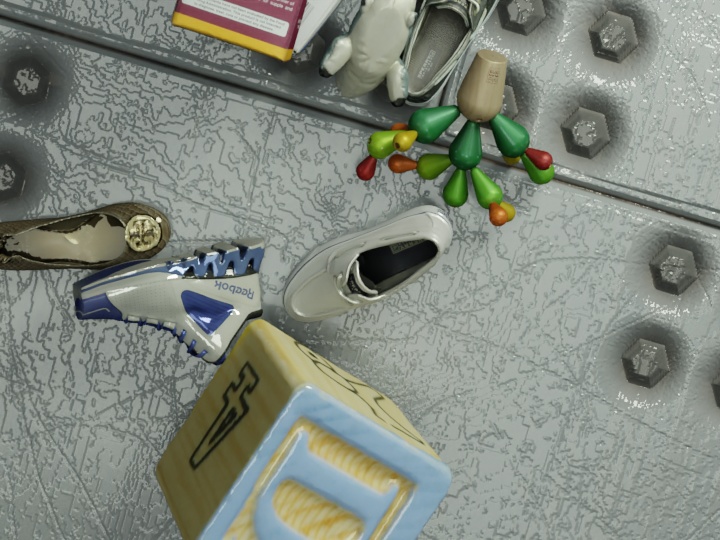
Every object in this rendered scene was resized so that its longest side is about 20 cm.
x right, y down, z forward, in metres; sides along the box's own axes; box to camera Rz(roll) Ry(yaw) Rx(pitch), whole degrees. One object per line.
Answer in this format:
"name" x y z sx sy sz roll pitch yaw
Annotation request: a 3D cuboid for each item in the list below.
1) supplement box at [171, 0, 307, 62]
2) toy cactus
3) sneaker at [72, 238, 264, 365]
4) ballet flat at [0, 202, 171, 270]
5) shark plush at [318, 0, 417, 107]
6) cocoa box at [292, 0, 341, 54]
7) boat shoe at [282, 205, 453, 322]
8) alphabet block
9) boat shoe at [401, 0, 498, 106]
"supplement box" -0.088 -0.301 1.523 0.109 0.086 0.202 18 98 -1
"toy cactus" 0.105 -0.132 1.660 0.197 0.103 0.167 12 118 -5
"sneaker" -0.181 0.043 1.686 0.197 0.081 0.117 -12 98 -13
"ballet flat" -0.290 -0.030 1.702 0.197 0.046 0.068 -3 97 -1
"shark plush" 0.015 -0.256 1.636 0.090 0.084 0.202 10 116 -5
"cocoa box" -0.097 -0.321 1.630 0.199 0.131 0.134 38 96 -5
"boat shoe" 0.000 0.000 1.676 0.199 0.066 0.074 -32 105 23
"alphabet block" -0.059 0.196 1.632 0.194 0.200 0.197 34 94 -22
"boat shoe" 0.095 -0.254 1.672 0.071 0.071 0.202 22 94 -3
